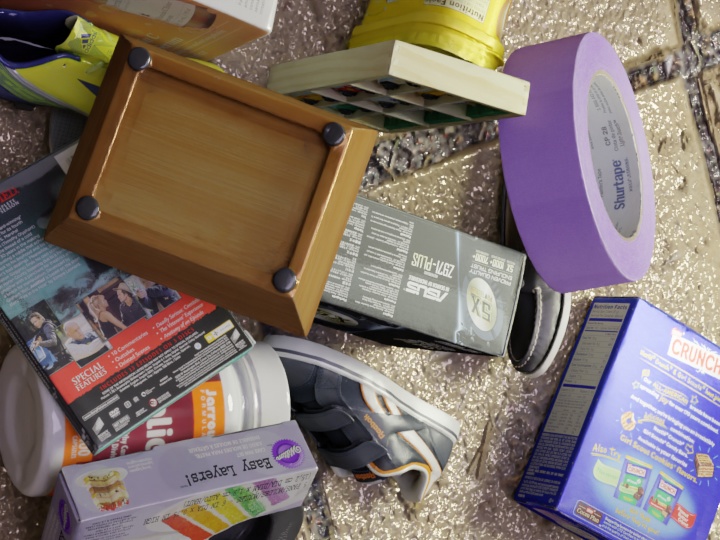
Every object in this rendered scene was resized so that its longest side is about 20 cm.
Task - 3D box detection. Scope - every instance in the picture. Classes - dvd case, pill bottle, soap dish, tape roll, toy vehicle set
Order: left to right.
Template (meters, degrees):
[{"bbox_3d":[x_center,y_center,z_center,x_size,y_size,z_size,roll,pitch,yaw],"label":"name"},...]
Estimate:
[{"bbox_3d":[-0.188,0.011,1.367,0.146,0.022,0.201,-34,85,-28],"label":"dvd case"},{"bbox_3d":[-0.161,0.105,1.431,0.198,0.114,0.115,-2,92,-30],"label":"pill bottle"},{"bbox_3d":[-0.103,-0.063,1.337,0.198,0.081,0.159,20,82,-1],"label":"soap dish"},{"bbox_3d":[0.025,-0.140,1.487,0.123,0.199,0.027,13,83,-29],"label":"toy vehicle set"},{"bbox_3d":[0.176,-0.086,1.534,0.200,0.065,0.202,38,47,-56],"label":"tape roll"}]

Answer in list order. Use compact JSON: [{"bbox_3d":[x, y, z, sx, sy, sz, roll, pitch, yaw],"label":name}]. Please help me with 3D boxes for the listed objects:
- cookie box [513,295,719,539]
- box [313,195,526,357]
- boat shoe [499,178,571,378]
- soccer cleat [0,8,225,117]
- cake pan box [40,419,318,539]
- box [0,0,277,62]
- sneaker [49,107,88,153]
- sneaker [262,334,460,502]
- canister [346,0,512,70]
[{"bbox_3d":[0.249,0.148,1.695,0.170,0.075,0.201,30,77,-27],"label":"cookie box"},{"bbox_3d":[0.000,0.000,1.496,0.199,0.163,0.087,18,82,-30],"label":"box"},{"bbox_3d":[0.143,-0.012,1.632,0.060,0.074,0.202,14,81,-30],"label":"boat shoe"},{"bbox_3d":[-0.189,-0.149,1.397,0.198,0.084,0.065,8,54,-11],"label":"soccer cleat"},{"bbox_3d":[-0.140,0.197,1.416,0.198,0.185,0.053,-9,55,-29],"label":"cake pan box"},{"bbox_3d":[-0.174,-0.237,1.389,0.199,0.152,0.107,19,73,-28],"label":"box"},{"bbox_3d":[-0.183,-0.041,1.447,0.070,0.080,0.202,-23,83,-16],"label":"sneaker"},{"bbox_3d":[-0.005,0.122,1.544,0.199,0.078,0.080,31,70,-29],"label":"sneaker"},{"bbox_3d":[0.075,-0.253,1.545,0.086,0.148,0.202,23,78,-28],"label":"canister"}]
